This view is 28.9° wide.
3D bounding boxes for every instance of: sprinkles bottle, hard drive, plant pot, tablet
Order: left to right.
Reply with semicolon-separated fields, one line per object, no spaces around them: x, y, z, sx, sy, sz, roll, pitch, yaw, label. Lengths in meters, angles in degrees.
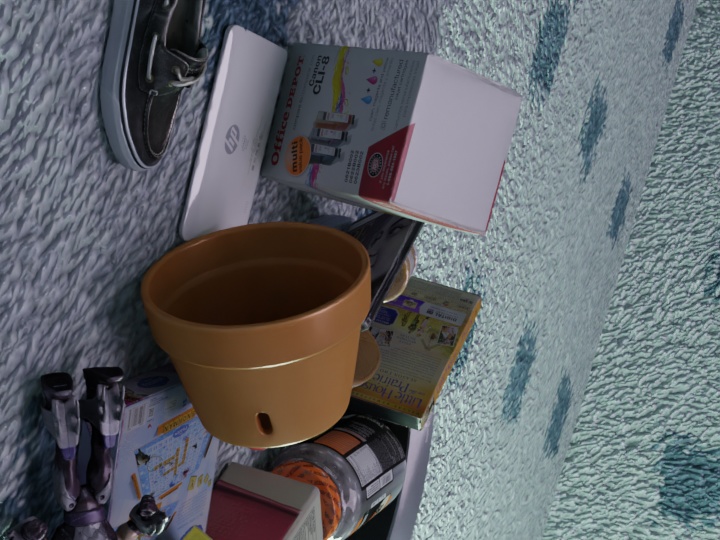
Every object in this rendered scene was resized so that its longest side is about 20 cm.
-0.117;-0.122;1.317;0.130;0.014;0.201;9;94;-70;tablet
-0.084;0.061;1.231;0.200;0.199;0.141;-48;138;-52;plant pot
0.014;0.256;1.744;0.042;0.135;0.201;1;103;-59;hard drive
0.029;-0.007;1.625;0.200;0.068;0.069;-50;151;-83;sprinkles bottle

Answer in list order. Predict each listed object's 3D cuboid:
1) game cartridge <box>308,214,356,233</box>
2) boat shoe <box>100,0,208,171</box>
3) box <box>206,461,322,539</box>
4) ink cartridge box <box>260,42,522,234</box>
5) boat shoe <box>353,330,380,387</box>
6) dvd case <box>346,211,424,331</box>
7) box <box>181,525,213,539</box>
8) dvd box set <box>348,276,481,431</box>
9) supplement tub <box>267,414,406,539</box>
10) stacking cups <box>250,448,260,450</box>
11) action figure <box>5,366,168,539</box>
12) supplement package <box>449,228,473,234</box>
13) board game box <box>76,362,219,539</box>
-0.060;0.020;1.529;0.200;0.041;0.134;-44;139;-55;game cartridge
-0.156;-0.170;1.097;0.072;0.071;0.201;-37;138;-60;boat shoe
-0.129;0.317;1.435;0.200;0.109;0.128;-53;150;-47;box
0.027;-0.132;1.374;0.144;0.200;0.146;14;90;-43;ink cartridge box
-0.050;0.118;1.578;0.200;0.069;0.074;-29;90;-54;boat shoe
0.000;0.000;1.459;0.016;0.149;0.200;43;53;-18;dvd case
-0.199;0.323;1.243;0.200;0.050;0.075;-44;164;-29;box
0.045;0.091;1.696;0.029;0.146;0.200;83;28;-48;dvd box set
-0.034;0.246;1.622;0.200;0.122;0.123;-19;120;-66;supplement tub
-0.111;0.102;1.428;0.061;0.060;0.201;-51;152;-49;stacking cups
-0.224;0.181;1.126;0.130;0.069;0.201;-8;103;-35;action figure
0.096;-0.148;1.713;0.200;0.117;0.117;62;47;-61;supplement package
-0.194;0.191;1.278;0.200;0.041;0.200;-18;119;-67;board game box
